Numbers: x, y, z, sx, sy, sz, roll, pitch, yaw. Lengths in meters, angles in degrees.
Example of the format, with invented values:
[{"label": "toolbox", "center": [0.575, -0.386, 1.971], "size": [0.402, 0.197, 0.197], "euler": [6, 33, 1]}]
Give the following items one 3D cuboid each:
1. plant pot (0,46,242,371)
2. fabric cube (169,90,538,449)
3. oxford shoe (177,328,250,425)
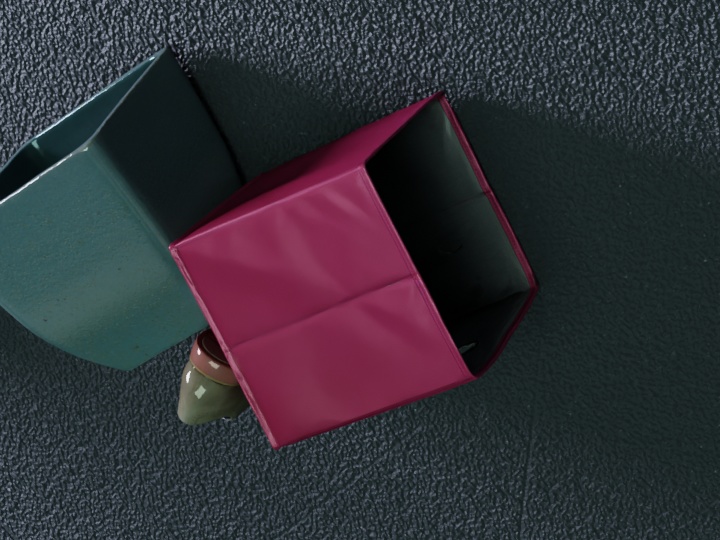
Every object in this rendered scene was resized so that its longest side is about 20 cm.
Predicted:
[{"label": "plant pot", "center": [-0.206, -0.035, 1.687], "size": [0.195, 0.196, 0.201], "euler": [-29, 109, 29]}, {"label": "fabric cube", "center": [0.000, 0.000, 1.604], "size": [0.198, 0.196, 0.201], "euler": [-22, 102, 28]}, {"label": "oxford shoe", "center": [-0.109, 0.087, 1.681], "size": [0.070, 0.200, 0.075], "euler": [34, 105, 16]}]
